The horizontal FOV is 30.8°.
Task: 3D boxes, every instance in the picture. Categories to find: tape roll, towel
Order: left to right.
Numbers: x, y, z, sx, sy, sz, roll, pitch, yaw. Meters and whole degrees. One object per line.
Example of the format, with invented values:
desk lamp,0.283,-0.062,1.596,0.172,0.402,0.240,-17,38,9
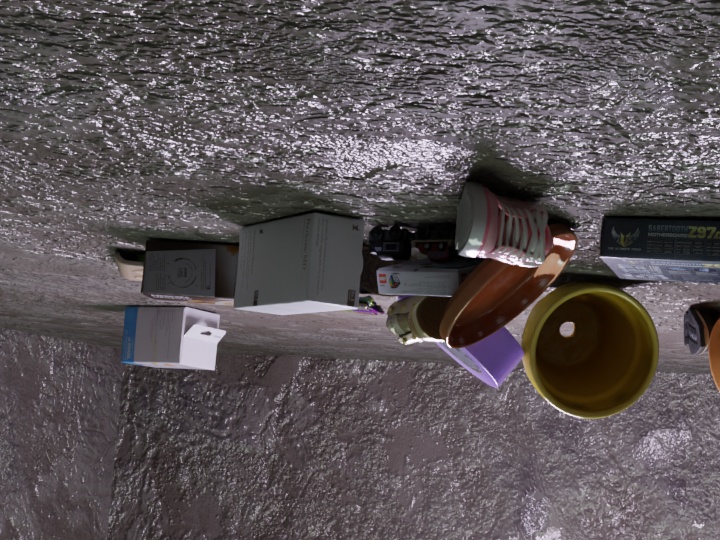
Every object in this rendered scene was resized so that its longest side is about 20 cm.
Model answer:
towel,-0.043,0.042,1.848,0.142,0.023,0.200,8,176,7
tape roll,0.149,0.085,1.951,0.200,0.066,0.200,41,173,6

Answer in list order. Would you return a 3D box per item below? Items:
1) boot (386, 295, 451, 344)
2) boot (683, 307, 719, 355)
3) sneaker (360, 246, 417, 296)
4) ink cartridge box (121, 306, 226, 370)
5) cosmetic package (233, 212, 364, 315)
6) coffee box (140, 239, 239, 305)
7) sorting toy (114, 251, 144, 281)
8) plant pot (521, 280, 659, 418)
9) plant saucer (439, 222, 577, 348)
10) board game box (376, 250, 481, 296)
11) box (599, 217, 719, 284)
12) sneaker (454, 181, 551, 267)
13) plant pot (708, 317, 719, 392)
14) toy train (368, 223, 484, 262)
boot,0.088,0.062,1.734,0.154,0.074,0.199,-18,-177,39
boot,0.618,0.097,2.195,0.136,0.079,0.200,-1,-175,9
sneaker,0.000,0.000,1.842,0.197,0.068,0.090,3,180,9
ink cartridge box,-0.409,0.149,2.884,0.198,0.127,0.128,0,171,33
cosmetic package,-0.079,-0.005,1.653,0.080,0.115,0.199,9,170,-30
coffee box,-0.211,0.007,1.920,0.197,0.081,0.114,4,172,3
sorting toy,-0.296,0.001,2.113,0.197,0.037,0.185,10,171,-7
plant pot,0.336,0.108,2.014,0.198,0.204,0.189,5,-172,-6
plant saucer,0.171,0.015,1.550,0.199,0.032,0.201,-33,159,-15
board game box,0.130,0.001,1.648,0.125,0.035,0.199,1,-171,40
box,0.384,-0.021,1.503,0.197,0.052,0.157,2,172,21
sneaker,0.152,-0.046,1.358,0.103,0.076,0.200,8,180,3
plant pot,0.654,0.130,1.996,0.198,0.203,0.140,8,156,-25
toy train,0.096,-0.032,1.596,0.198,0.046,0.034,-1,171,31
